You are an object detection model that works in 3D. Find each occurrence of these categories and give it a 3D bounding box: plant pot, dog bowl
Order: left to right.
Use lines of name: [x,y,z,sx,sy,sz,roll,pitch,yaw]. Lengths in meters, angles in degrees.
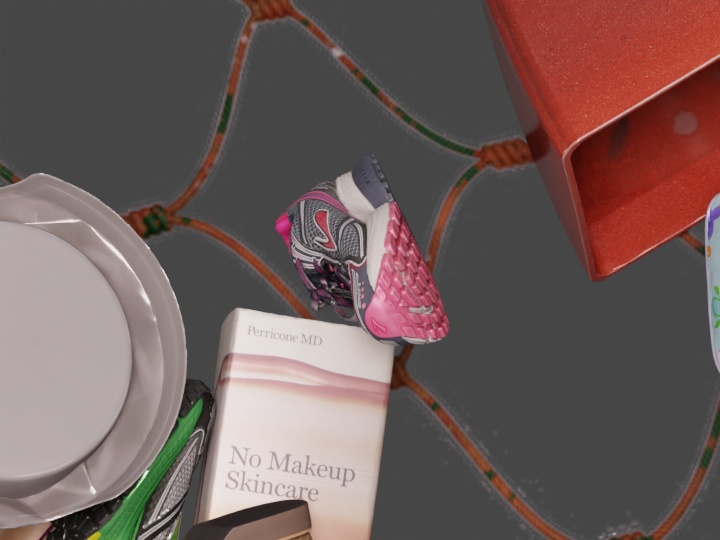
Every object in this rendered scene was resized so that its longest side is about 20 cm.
dog bowl: [-0.197,0.047,1.206,0.200,0.059,0.200,8,70,-23]
plant pot: [0.168,-0.145,1.312,0.200,0.200,0.176,-31,65,-2]

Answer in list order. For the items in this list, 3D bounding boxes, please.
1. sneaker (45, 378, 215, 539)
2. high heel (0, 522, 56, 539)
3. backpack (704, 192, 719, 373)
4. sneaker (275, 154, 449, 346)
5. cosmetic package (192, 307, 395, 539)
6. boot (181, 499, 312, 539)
sneaker: [-0.134,0.154,1.280,0.085,0.078,0.200,27,89,-36]
high heel: [-0.169,0.122,1.317,0.067,0.096,0.200,9,78,42]
backpack: [0.289,0.031,1.268,0.177,0.150,0.200,-7,83,44]
sneaker: [0.000,0.000,1.299,0.075,0.200,0.081,-26,109,1]
cosmetic package: [-0.044,0.131,1.308,0.103,0.087,0.200,8,79,-8]
boot: [-0.111,0.185,1.201,0.200,0.074,0.076,-13,95,-23]
